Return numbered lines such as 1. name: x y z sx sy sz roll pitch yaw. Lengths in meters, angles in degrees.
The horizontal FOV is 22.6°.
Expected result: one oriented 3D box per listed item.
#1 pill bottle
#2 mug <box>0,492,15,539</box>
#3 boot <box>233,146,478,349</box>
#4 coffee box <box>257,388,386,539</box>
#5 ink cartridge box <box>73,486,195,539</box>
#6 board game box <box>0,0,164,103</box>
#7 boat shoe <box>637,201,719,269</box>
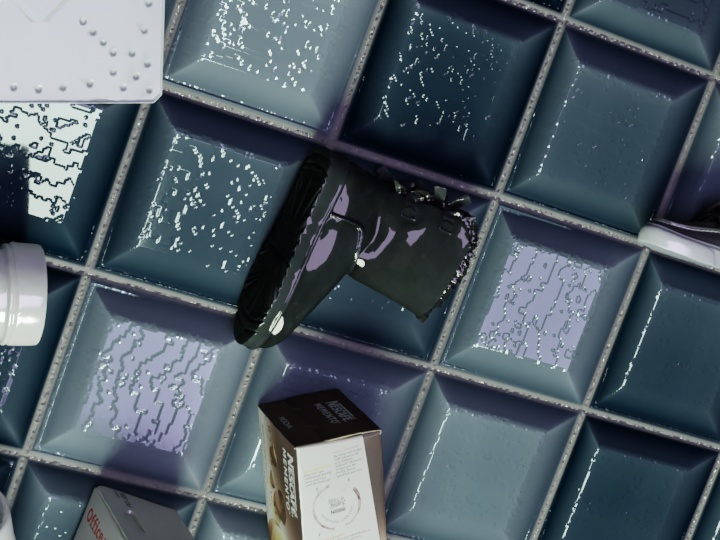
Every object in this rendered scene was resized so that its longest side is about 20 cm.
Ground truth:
1. pill bottle: -0.350 0.017 1.399 0.200 0.111 0.111 2 105 -21
2. mug: -0.339 0.287 1.434 0.148 0.200 0.175 -9 115 -13
3. boot: -0.001 0.000 1.548 0.162 0.073 0.198 23 96 -28
4. coffee box: -0.030 0.219 1.574 0.080 0.113 0.200 -9 109 -18
5. ink cartridge box: -0.208 0.304 1.514 0.083 0.147 0.200 20 98 -25
6. board game box: -0.253 -0.232 1.410 0.200 0.026 0.200 -2 105 -19
7. boat shoe: 0.347 -0.032 1.668 0.200 0.070 0.066 13 93 -24
